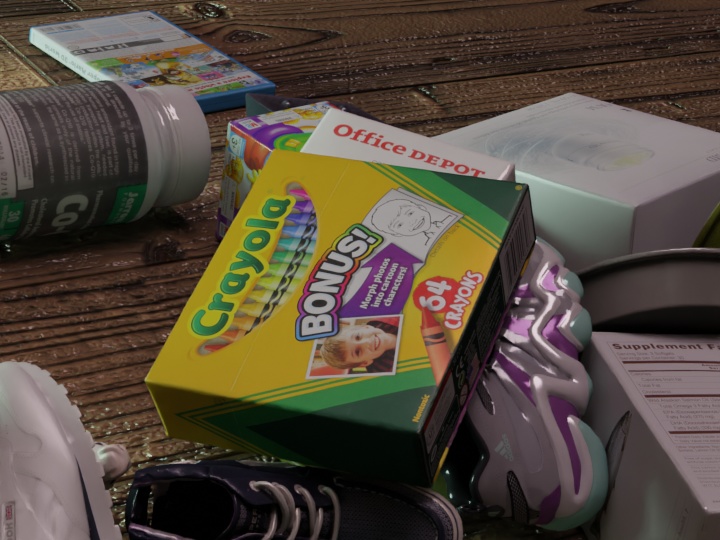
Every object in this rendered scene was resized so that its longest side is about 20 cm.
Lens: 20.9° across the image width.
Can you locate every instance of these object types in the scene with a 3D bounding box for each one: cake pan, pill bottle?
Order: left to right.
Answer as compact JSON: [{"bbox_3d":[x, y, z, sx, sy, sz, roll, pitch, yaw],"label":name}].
[{"bbox_3d":[-0.223,-0.087,1.500,0.200,0.113,0.113,-11,33,-34],"label":"pill bottle"},{"bbox_3d":[0.207,0.048,1.323,0.200,0.200,0.037,3,61,-12],"label":"cake pan"}]

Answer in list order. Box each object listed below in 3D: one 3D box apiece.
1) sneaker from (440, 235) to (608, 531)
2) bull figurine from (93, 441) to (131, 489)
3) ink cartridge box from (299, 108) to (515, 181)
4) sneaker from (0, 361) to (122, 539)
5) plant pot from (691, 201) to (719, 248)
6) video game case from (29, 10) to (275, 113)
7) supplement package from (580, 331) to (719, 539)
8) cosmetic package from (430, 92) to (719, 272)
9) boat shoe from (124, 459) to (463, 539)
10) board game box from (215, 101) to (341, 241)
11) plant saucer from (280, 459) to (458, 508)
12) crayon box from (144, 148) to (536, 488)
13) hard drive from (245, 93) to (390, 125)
[{"bbox_3d":[0.074,0.061,1.212,0.140,0.078,0.200,6,58,-29],"label":"sneaker"},{"bbox_3d":[-0.239,0.115,1.141,0.200,0.065,0.121,7,0,9],"label":"bull figurine"},{"bbox_3d":[0.000,0.000,1.293,0.146,0.083,0.200,18,54,19],"label":"ink cartridge box"},{"bbox_3d":[-0.176,0.141,1.041,0.080,0.076,0.200,-12,66,-25],"label":"sneaker"},{"bbox_3d":[0.362,0.022,1.420,0.193,0.201,0.200,37,37,27],"label":"plant pot"},{"bbox_3d":[-0.195,-0.194,1.823,0.143,0.018,0.200,-15,35,-40],"label":"video game case"},{"bbox_3d":[0.212,0.137,1.204,0.117,0.117,0.200,1,28,-16],"label":"supplement package"},{"bbox_3d":[0.182,-0.045,1.516,0.200,0.123,0.199,21,28,36],"label":"cosmetic package"},{"bbox_3d":[-0.041,0.147,1.117,0.200,0.075,0.093,3,-7,3],"label":"boat shoe"},{"bbox_3d":[-0.007,-0.038,1.485,0.103,0.105,0.200,-16,35,-39],"label":"board game box"},{"bbox_3d":[0.024,0.108,1.295,0.200,0.031,0.200,7,28,-4],"label":"plant saucer"},{"bbox_3d":[-0.007,0.022,1.169,0.172,0.058,0.200,10,50,21],"label":"crayon box"},{"bbox_3d":[0.001,-0.095,1.642,0.135,0.042,0.200,1,24,-42],"label":"hard drive"}]
